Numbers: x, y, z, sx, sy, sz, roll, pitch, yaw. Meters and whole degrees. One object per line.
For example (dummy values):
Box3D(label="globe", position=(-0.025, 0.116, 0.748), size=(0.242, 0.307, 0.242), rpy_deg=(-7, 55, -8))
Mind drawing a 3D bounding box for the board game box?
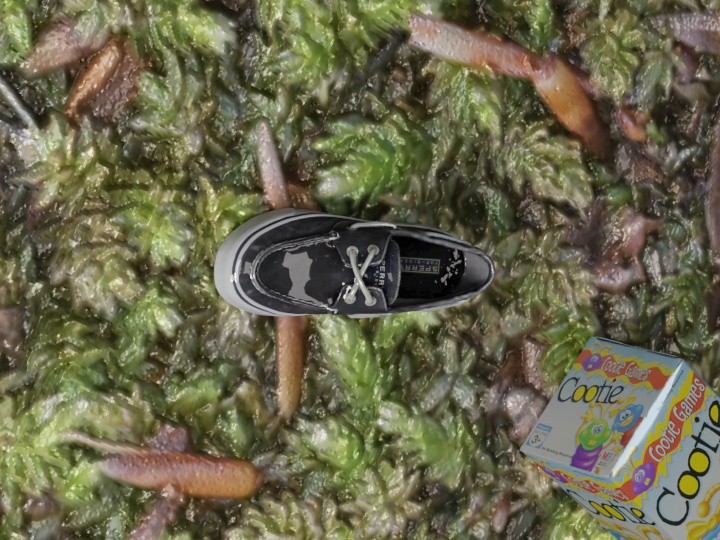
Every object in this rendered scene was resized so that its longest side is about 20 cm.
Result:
Box3D(label="board game box", position=(0.229, 0.152, 1.966), size=(0.200, 0.105, 0.103), rpy_deg=(43, 73, -32))

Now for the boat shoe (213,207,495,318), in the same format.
Box3D(label="boat shoe", position=(0.000, 0.000, 1.800), size=(0.200, 0.068, 0.072), rpy_deg=(3, 96, -36))
